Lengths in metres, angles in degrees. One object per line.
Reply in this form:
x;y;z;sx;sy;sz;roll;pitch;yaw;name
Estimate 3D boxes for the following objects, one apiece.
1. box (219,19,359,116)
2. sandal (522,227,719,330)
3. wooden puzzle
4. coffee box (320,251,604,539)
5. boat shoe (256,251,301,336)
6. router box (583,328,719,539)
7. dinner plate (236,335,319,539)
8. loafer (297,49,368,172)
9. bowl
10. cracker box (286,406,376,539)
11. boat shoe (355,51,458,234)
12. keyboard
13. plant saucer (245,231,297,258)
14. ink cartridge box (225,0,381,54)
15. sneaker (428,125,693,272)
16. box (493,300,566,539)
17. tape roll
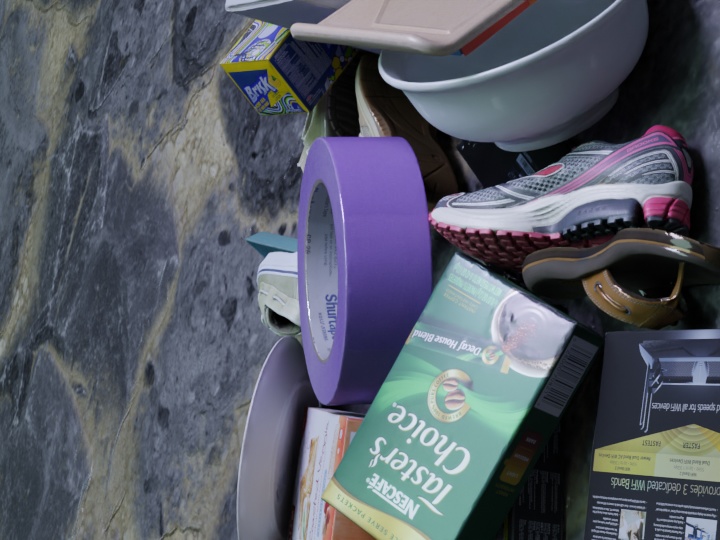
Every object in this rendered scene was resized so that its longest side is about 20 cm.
-0.027;-0.222;1.502;0.070;0.064;0.200;2;48;49;box
0.170;0.011;1.120;0.200;0.082;0.055;-8;69;56;sandal
0.073;-0.197;1.239;0.185;0.200;0.037;18;136;57;wooden puzzle
0.067;0.102;1.210;0.123;0.044;0.200;33;96;40;coffee box
-0.061;0.024;1.522;0.062;0.072;0.200;-55;6;-12;boat shoe
0.213;0.115;1.037;0.200;0.052;0.158;-4;76;61;router box
-0.062;0.154;1.467;0.200;0.024;0.201;7;-90;-75;dinner plate
-0.019;-0.108;1.541;0.068;0.076;0.200;-9;72;55;loafer
0.119;-0.145;1.234;0.201;0.201;0.090;30;150;61;bowl
-0.012;0.177;1.369;0.200;0.058;0.134;165;112;-80;cracker box
0.030;-0.102;1.453;0.200;0.072;0.065;-106;29;-42;boat shoe
0.118;-0.053;1.322;0.127;0.021;0.200;-59;31;21;keyboard
-0.034;-0.002;1.543;0.019;0.070;0.200;-52;25;-11;plant saucer
0.019;-0.253;1.392;0.145;0.200;0.146;7;85;62;ink cartridge box
0.137;-0.046;1.203;0.200;0.081;0.075;-6;65;36;sneaker
0.084;0.133;1.282;0.160;0.044;0.200;-26;57;56;box
0.000;0.000;1.330;0.200;0.066;0.201;179;90;-77;tape roll
